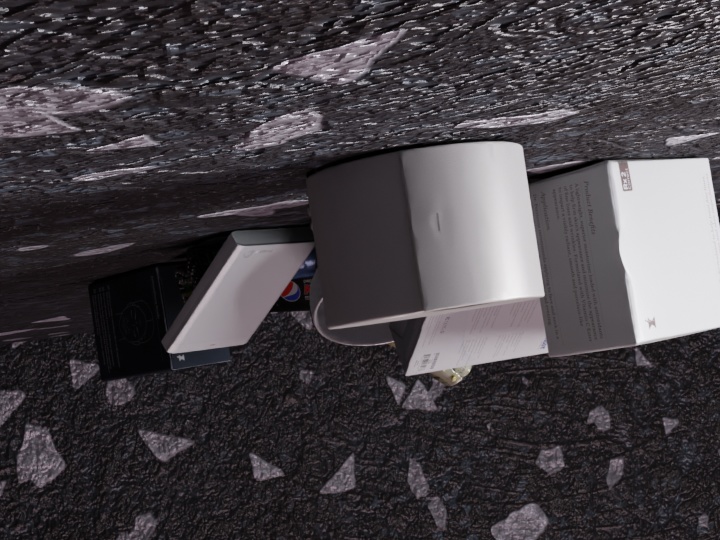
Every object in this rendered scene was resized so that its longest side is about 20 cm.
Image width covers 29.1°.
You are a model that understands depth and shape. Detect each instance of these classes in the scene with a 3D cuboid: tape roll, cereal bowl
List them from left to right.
[{"bbox_3d":[0.029,0.006,1.693,0.198,0.084,0.201,-13,149,-8],"label":"cereal bowl"},{"bbox_3d":[0.058,-0.030,1.251,0.201,0.140,0.203,-8,176,-1],"label":"tape roll"}]

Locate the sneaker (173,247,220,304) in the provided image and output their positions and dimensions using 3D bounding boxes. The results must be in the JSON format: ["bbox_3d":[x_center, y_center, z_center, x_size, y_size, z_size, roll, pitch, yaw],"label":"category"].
[{"bbox_3d":[-0.184,0.000,1.821,0.085,0.079,0.200,-23,-176,-20],"label":"sneaker"}]

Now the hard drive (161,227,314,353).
[{"bbox_3d":[-0.150,0.025,1.717,0.131,0.026,0.200,-5,142,-44],"label":"hard drive"}]

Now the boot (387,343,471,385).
[{"bbox_3d":[0.096,0.093,1.944,0.154,0.072,0.200,37,162,-7],"label":"boot"}]

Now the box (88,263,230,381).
[{"bbox_3d":[-0.295,0.075,2.020,0.107,0.150,0.199,-6,176,-41],"label":"box"}]

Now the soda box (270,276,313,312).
[{"bbox_3d":[-0.057,0.013,1.960,0.198,0.071,0.063,-3,-154,22],"label":"soda box"}]

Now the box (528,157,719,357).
[{"bbox_3d":[0.303,-0.017,1.560,0.199,0.201,0.130,-6,175,-43],"label":"box"}]

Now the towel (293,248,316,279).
[{"bbox_3d":[-0.043,-0.024,1.846,0.198,0.049,0.112,-9,174,10],"label":"towel"}]

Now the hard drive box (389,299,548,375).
[{"bbox_3d":[0.149,0.042,1.658,0.198,0.077,0.156,-7,147,-17],"label":"hard drive box"}]

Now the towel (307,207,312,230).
[{"bbox_3d":[0.019,-0.062,1.520,0.131,0.035,0.200,-8,178,6],"label":"towel"}]

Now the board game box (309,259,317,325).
[{"bbox_3d":[0.000,0.000,1.776,0.119,0.032,0.201,-5,147,-11],"label":"board game box"}]
